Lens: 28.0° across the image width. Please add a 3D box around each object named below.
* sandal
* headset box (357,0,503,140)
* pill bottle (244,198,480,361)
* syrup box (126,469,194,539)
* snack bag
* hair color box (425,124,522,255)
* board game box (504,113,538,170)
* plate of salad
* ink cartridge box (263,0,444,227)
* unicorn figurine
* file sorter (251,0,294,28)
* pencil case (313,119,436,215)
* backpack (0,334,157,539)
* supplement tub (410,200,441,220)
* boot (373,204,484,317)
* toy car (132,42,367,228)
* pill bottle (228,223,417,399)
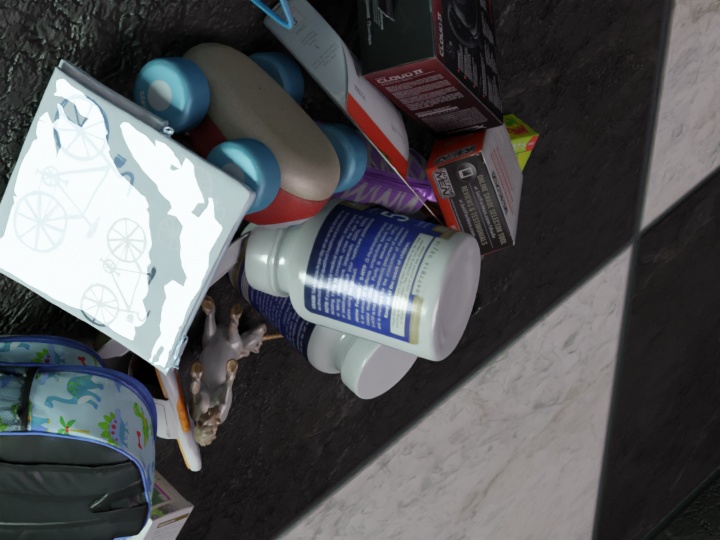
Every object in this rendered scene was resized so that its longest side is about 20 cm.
[{"bbox_3d":[-0.207,0.145,1.484,0.059,0.080,0.208,-14,136,-5],"label":"sandal"},{"bbox_3d":[0.060,-0.226,1.327,0.076,0.151,0.200,-12,162,24],"label":"headset box"},{"bbox_3d":[0.000,0.000,1.332,0.120,0.198,0.121,16,90,-70],"label":"pill bottle"},{"bbox_3d":[-0.273,0.317,1.593,0.081,0.079,0.201,-9,134,-60],"label":"syrup box"},{"bbox_3d":[-0.195,-0.041,1.165,0.190,0.199,0.021,-62,173,21],"label":"snack bag"},{"bbox_3d":[0.117,-0.097,1.444,0.061,0.102,0.200,-17,-162,14],"label":"hair color box"},{"bbox_3d":[0.127,-0.083,1.707,0.101,0.048,0.201,-15,137,-46],"label":"board game box"},{"bbox_3d":[-0.183,0.018,1.351,0.199,0.048,0.200,-39,-179,1],"label":"plate of salad"},{"bbox_3d":[0.010,-0.145,1.308,0.057,0.200,0.162,-45,152,2],"label":"ink cartridge box"},{"bbox_3d":[-0.141,0.092,1.500,0.138,0.073,0.201,96,18,-55],"label":"unicorn figurine"},{"bbox_3d":[-0.036,-0.311,1.125,0.200,0.123,0.139,-42,150,-10],"label":"file sorter"},{"bbox_3d":[-0.002,-0.101,1.465,0.199,0.085,0.085,5,90,-59],"label":"pencil case"},{"bbox_3d":[-0.277,0.148,1.265,0.197,0.148,0.184,3,139,-2],"label":"backpack"},{"bbox_3d":[0.069,-0.043,1.614,0.106,0.107,0.201,2,124,-55],"label":"supplement tub"},{"bbox_3d":[0.085,0.004,1.483,0.199,0.132,0.070,3,124,-45],"label":"boot"},{"bbox_3d":[-0.129,-0.074,1.256,0.200,0.177,0.184,-48,166,27],"label":"toy car"},{"bbox_3d":[-0.034,0.031,1.460,0.115,0.200,0.116,-33,148,-24],"label":"pill bottle"}]
